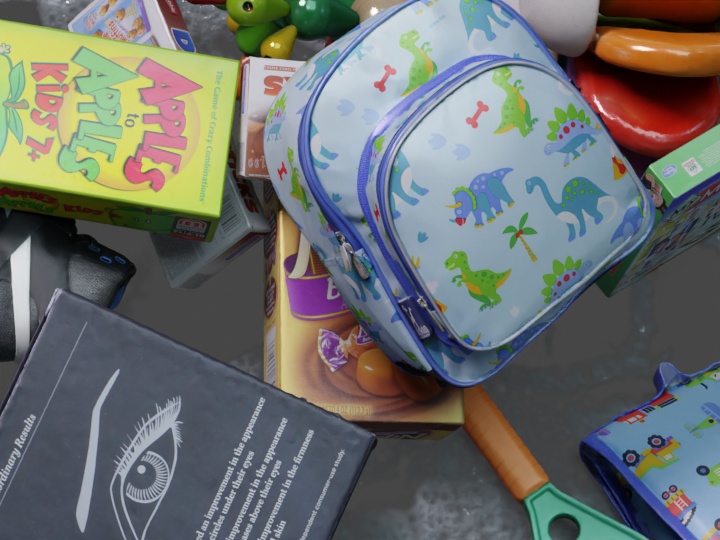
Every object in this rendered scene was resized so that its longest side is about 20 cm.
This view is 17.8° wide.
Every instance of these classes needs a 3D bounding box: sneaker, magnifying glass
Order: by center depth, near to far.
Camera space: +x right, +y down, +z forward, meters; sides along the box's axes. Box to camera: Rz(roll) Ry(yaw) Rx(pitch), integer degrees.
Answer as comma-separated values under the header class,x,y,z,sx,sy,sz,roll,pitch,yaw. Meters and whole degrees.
class,x,y,z,sx,sy,sz,roll,pitch,yaw
magnifying glass,0.119,0.152,1.401,0.079,0.022,0.200,-33,69,-9
sneaker,-0.189,-0.032,1.405,0.111,0.073,0.201,11,68,-12

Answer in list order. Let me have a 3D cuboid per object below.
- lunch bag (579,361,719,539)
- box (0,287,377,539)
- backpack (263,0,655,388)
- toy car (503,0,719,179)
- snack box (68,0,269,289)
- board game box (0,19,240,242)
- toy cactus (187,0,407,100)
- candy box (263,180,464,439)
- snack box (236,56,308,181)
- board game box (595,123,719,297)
class,x,y,z,sx,sy,sz,roll,pitch,yaw
lunch bag,0.242,0.134,1.421,0.150,0.094,0.200,-26,62,-22
box,-0.111,0.119,1.292,0.199,0.104,0.149,26,81,-1
backpack,0.056,-0.056,1.314,0.183,0.147,0.200,-39,99,-13
toy car,0.182,-0.134,1.488,0.174,0.200,0.151,0,79,-10
snack box,-0.122,-0.092,1.444,0.024,0.072,0.201,8,53,-52
board game box,-0.177,-0.087,1.357,0.199,0.048,0.102,9,70,-8
toy cactus,-0.024,-0.154,1.450,0.164,0.200,0.103,12,87,13
candy box,0.000,0.000,1.414,0.116,0.056,0.201,2,75,-14
snack box,0.025,-0.085,1.392,0.199,0.024,0.072,3,88,-16
board game box,0.245,-0.066,1.494,0.199,0.135,0.029,-30,73,-26
